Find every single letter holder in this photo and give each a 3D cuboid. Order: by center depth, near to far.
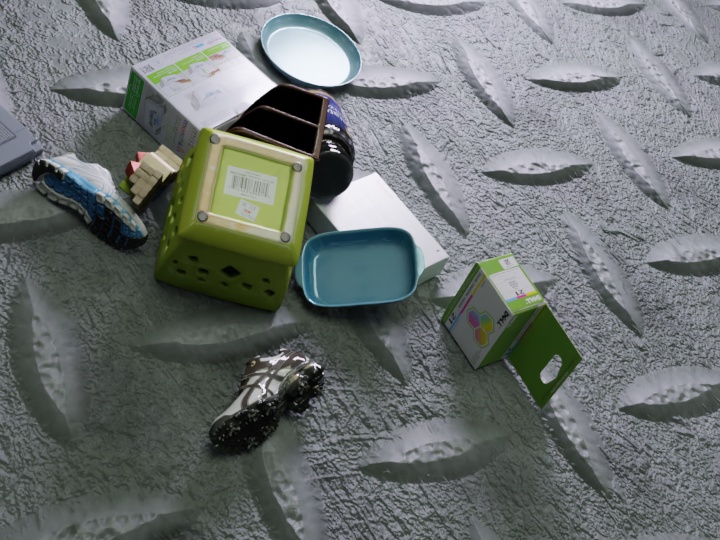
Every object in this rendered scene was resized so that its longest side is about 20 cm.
[{"bbox_3d":[-0.156,-0.204,1.569,0.140,0.199,0.102,17,71,-23],"label":"letter holder"}]

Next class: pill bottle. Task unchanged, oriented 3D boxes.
[{"bbox_3d":[-0.069,-0.205,1.693,0.110,0.113,0.201,8,33,-19],"label":"pill bottle"}]

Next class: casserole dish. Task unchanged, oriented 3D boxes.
[{"bbox_3d":[0.000,0.000,1.579,0.196,0.039,0.123,-5,69,5],"label":"casserole dish"}]

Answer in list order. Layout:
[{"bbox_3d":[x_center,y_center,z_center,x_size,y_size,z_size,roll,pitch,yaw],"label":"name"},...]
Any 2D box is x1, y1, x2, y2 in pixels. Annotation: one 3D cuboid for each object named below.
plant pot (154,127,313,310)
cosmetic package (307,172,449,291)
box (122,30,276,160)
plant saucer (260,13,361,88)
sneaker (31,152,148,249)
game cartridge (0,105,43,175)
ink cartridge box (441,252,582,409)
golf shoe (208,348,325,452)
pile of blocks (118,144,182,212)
[{"bbox_3d":[-0.172,-0.081,1.485,0.197,0.182,0.202,14,66,-13],"label":"plant pot"},{"bbox_3d":[0.026,-0.055,1.680,0.150,0.052,0.201,-25,65,-35],"label":"cosmetic package"},{"bbox_3d":[-0.256,-0.282,1.713,0.176,0.097,0.199,42,47,13],"label":"box"},{"bbox_3d":[-0.094,-0.406,1.945,0.197,0.028,0.202,14,48,-15],"label":"plant saucer"},{"bbox_3d":[-0.381,-0.113,1.529,0.199,0.075,0.087,38,39,8],"label":"sneaker"},{"bbox_3d":[-0.587,-0.212,1.541,0.199,0.041,0.133,41,43,12],"label":"game cartridge"},{"bbox_3d":[0.226,0.100,1.572,0.075,0.149,0.201,-13,58,-32],"label":"ink cartridge box"},{"bbox_3d":[-0.140,0.172,1.405,0.094,0.079,0.199,32,41,29],"label":"golf shoe"},{"bbox_3d":[-0.322,-0.141,1.550,0.062,0.082,0.200,38,12,-5],"label":"pile of blocks"}]
